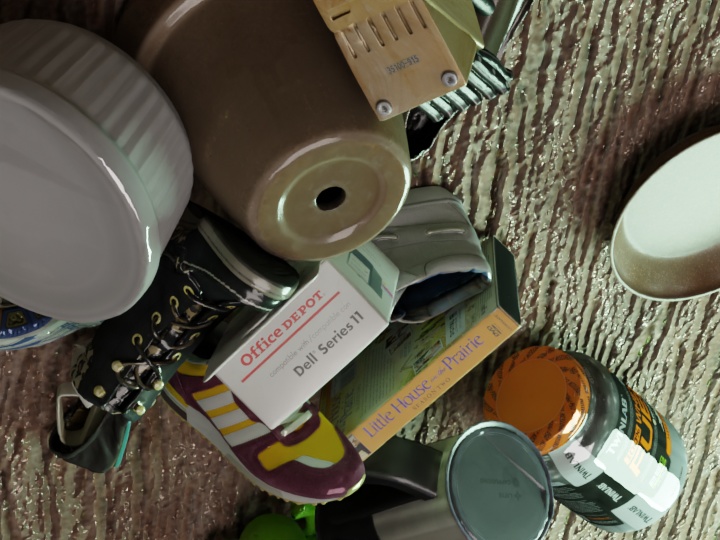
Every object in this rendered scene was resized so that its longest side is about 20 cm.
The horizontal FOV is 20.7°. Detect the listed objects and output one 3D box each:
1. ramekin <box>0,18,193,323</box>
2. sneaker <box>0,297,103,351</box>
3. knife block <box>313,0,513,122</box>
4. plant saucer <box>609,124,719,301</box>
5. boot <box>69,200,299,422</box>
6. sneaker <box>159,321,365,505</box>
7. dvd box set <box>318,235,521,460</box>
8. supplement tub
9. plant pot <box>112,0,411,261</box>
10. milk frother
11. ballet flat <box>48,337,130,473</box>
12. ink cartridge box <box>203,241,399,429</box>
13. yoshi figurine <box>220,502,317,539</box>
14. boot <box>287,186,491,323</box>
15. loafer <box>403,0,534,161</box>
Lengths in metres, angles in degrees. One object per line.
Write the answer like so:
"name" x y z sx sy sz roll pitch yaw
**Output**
"ramekin" -0.198 -0.071 1.262 0.094 0.202 0.203 -56 157 -37
"sneaker" -0.214 0.013 1.441 0.200 0.075 0.088 -9 167 -31
"knife block" 0.029 -0.182 1.265 0.064 0.176 0.200 -22 114 20
"plant saucer" 0.294 -0.057 1.653 0.200 0.037 0.201 -15 138 -14
"boot" -0.121 0.038 1.327 0.073 0.204 0.154 32 90 -23
"sneaker" -0.079 0.100 1.502 0.075 0.200 0.090 -39 150 -39
"dvd box set" 0.045 0.069 1.577 0.200 0.146 0.029 -42 105 16
"supplement tub" 0.199 0.148 1.755 0.123 0.123 0.200 -38 140 13
"plant pot" -0.048 -0.105 1.310 0.200 0.175 0.200 -15 138 -14
"milk frother" 0.040 0.241 1.656 0.180 0.200 0.188 6 160 -36
"ballet flat" -0.196 0.094 1.518 0.068 0.068 0.200 11 136 -18
"ink cartridge box" -0.039 0.038 1.385 0.117 0.200 0.067 -43 96 12
"yoshi figurine" -0.034 0.253 1.765 0.200 0.112 0.112 -3 119 -23
"boot" 0.000 0.000 1.508 0.200 0.096 0.074 -17 139 -12
"loafer" 0.076 -0.155 1.401 0.073 0.071 0.200 9 129 -35
